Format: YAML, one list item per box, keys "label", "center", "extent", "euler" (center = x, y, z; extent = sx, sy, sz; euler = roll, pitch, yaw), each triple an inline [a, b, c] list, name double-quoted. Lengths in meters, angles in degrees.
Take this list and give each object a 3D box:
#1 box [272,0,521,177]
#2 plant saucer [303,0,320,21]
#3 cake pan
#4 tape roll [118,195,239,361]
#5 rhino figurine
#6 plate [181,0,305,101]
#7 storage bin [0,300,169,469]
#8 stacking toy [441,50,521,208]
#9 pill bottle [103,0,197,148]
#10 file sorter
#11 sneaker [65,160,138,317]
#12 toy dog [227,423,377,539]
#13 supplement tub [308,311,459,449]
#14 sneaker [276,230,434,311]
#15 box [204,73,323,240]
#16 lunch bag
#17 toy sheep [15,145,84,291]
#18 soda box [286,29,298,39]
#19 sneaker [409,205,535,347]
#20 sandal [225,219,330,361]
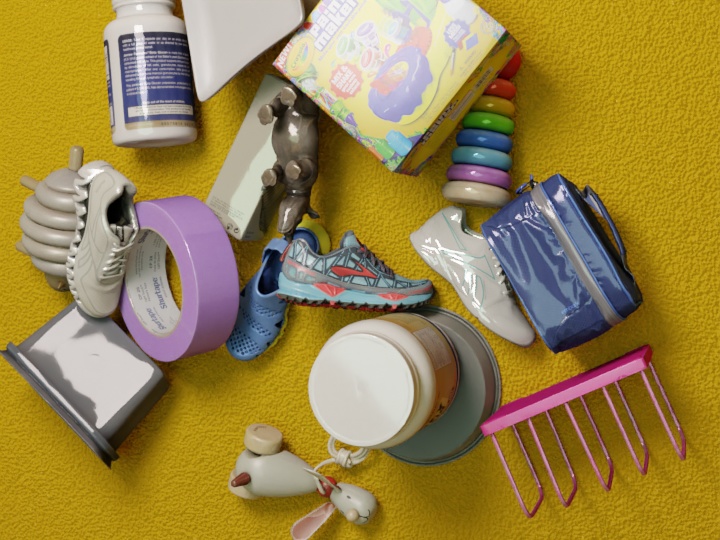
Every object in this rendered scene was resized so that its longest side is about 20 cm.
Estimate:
- label: "box"
  center: [0.044, -0.247, 1.434]
  extent: [0.192, 0.122, 0.201]
  euler: [41, 101, 11]
- label: "plant saucer"
  center: [-0.062, -0.401, 1.528]
  extent: [0.197, 0.036, 0.203]
  euler: [-2, 68, 4]
- label: "cake pan"
  center: [0.074, 0.145, 1.549]
  extent: [0.198, 0.037, 0.203]
  euler: [1, 92, 17]
- label: "tape roll"
  center: [-0.235, 0.010, 1.571]
  extent: [0.199, 0.065, 0.203]
  euler: [17, 113, 47]
- label: "rhino figurine"
  center: [-0.080, -0.126, 1.496]
  extent: [0.059, 0.087, 0.203]
  euler: [5, 107, 19]
- label: "plate"
  center: [-0.138, -0.328, 1.484]
  extent: [0.199, 0.032, 0.202]
  euler: [-30, 64, 39]
- label: "storage bin"
  center: [-0.349, 0.140, 1.635]
  extent: [0.134, 0.146, 0.200]
  euler: [-43, 79, -14]
- label: "stacking toy"
  center: [0.152, -0.180, 1.499]
  extent: [0.084, 0.085, 0.203]
  euler: [8, 88, 16]
- label: "pill bottle"
  center: [-0.271, -0.263, 1.599]
  extent: [0.110, 0.111, 0.203]
  euler: [-4, 91, 16]
- label: "file sorter"
  center: [0.263, 0.188, 1.442]
  extent: [0.198, 0.139, 0.127]
  euler: [-25, 86, 16]
- label: "sneaker"
  center: [-0.317, -0.031, 1.558]
  extent: [0.080, 0.075, 0.203]
  euler: [21, 115, 35]
- label: "toy dog"
  center: [-0.084, 0.269, 1.564]
  extent: [0.197, 0.096, 0.134]
  euler: [1, 107, 18]
- label: "supplement tub"
  center: [0.028, 0.126, 1.438]
  extent: [0.143, 0.200, 0.147]
  euler: [1, 92, 17]
- label: "sneaker"
  center: [0.000, 0.000, 1.514]
  extent: [0.197, 0.079, 0.097]
  euler: [5, 87, -18]
- label: "box"
  center: [-0.122, -0.141, 1.576]
  extent: [0.068, 0.082, 0.202]
  euler: [29, 101, 14]
- label: "lunch bag"
  center: [0.237, -0.019, 1.443]
  extent: [0.131, 0.136, 0.201]
  euler: [-31, 83, 14]
- label: "toy sheep"
  center: [-0.384, -0.066, 1.632]
  extent: [0.136, 0.138, 0.202]
  euler: [14, 114, 15]
- label: "soda box"
  center: [-0.096, -0.329, 1.567]
  extent: [0.198, 0.068, 0.065]
  euler: [27, 100, 14]
- label: "sneaker"
  center: [0.148, 0.006, 1.506]
  extent: [0.080, 0.070, 0.201]
  euler: [-43, 80, 11]
- label: "sandal"
  center: [-0.117, 0.025, 1.577]
  extent: [0.079, 0.087, 0.202]
  euler: [31, 102, 11]
